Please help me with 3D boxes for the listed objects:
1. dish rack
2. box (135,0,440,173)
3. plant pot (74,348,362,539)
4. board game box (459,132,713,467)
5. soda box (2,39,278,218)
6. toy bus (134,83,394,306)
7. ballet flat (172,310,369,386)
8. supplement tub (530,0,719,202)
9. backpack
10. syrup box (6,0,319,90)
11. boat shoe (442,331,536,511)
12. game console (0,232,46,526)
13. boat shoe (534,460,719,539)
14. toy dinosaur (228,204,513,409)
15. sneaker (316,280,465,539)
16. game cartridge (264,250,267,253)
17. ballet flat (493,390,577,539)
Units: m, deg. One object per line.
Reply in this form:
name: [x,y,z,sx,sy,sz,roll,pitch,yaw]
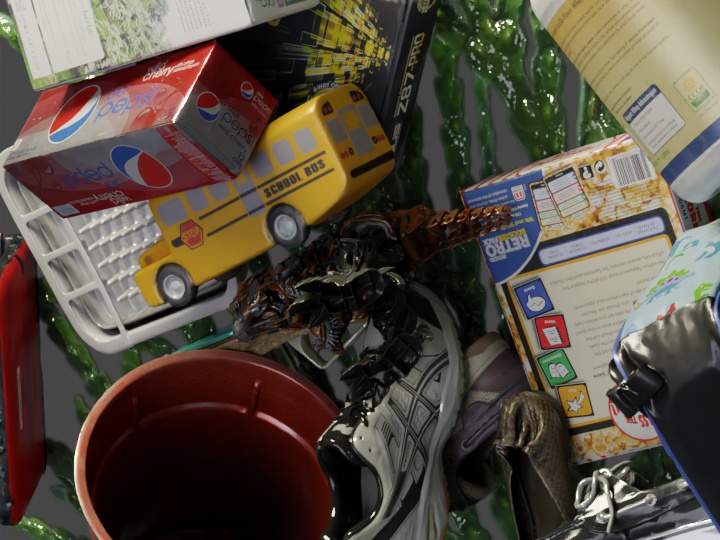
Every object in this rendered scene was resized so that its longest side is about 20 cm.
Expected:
dish rack: [-0.168,-0.038,1.676,0.199,0.043,0.173,-20,100,48]
box: [-0.048,-0.171,1.538,0.199,0.049,0.162,27,116,23]
plant pot: [-0.109,0.195,1.640,0.200,0.201,0.196,35,144,17]
board game box: [0.168,0.018,1.511,0.151,0.046,0.201,-15,98,34]
soda box: [-0.148,-0.090,1.524,0.199,0.070,0.063,-8,137,48]
toy bus: [-0.071,-0.045,1.527,0.199,0.065,0.079,-26,93,36]
ballet flat: [-0.053,0.049,1.645,0.199,0.070,0.066,-30,92,37]
supplement tub: [0.192,-0.158,1.379,0.144,0.144,0.200,-42,83,34]
backpack: [0.262,0.049,1.369,0.146,0.200,0.183,-28,106,34]
syrup box: [-0.132,-0.182,1.510,0.199,0.081,0.079,-12,98,35]
boat shoe: [0.063,0.137,1.602,0.065,0.072,0.201,38,116,21]
game console: [-0.309,0.075,1.785,0.118,0.173,0.202,0,109,3]
boat shoe: [0.169,0.156,1.458,0.198,0.073,0.069,-16,84,22]
toy dinosaur: [0.000,0.000,1.520,0.102,0.136,0.200,36,118,-20]
sneaker: [0.015,0.101,1.534,0.075,0.087,0.202,-14,70,47]
game cartridge: [-0.070,-0.124,1.618,0.133,0.041,0.201,45,123,16]
ballet flat: [0.127,0.179,1.528,0.067,0.046,0.202,-9,97,38]
